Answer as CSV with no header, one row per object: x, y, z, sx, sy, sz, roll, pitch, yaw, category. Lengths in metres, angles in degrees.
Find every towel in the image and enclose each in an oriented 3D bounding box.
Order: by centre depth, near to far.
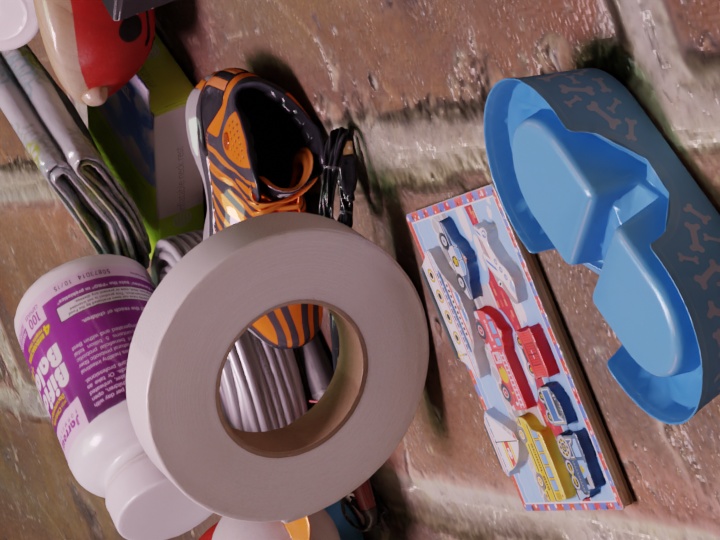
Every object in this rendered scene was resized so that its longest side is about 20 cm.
-0.230,-0.104,1.881,0.200,0.048,0.171,55,175,31,towel

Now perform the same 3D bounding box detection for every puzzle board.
0.088,0.051,1.490,0.200,0.017,0.151,68,160,-1,puzzle board

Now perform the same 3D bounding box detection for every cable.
-0.096,0.063,1.870,0.200,0.069,0.200,101,148,-63,cable

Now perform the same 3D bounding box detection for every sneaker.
-0.061,-0.037,1.686,0.112,0.078,0.200,12,123,67,sneaker

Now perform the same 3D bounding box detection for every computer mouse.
0.000,0.000,1.636,0.034,0.059,0.200,5,122,18,computer mouse

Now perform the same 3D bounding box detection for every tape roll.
-0.051,0.063,1.587,0.037,0.203,0.203,34,142,56,tape roll

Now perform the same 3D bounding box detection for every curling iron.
-0.025,0.099,1.812,0.050,0.026,0.200,-10,102,68,curling iron

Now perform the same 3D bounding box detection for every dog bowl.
0.133,-0.019,1.254,0.200,0.050,0.112,57,158,25,dog bowl

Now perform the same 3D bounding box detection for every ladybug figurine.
-0.190,-0.213,1.781,0.136,0.072,0.200,46,-145,-75,ladybug figurine

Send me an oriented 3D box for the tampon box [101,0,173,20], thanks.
-0.119,-0.278,1.471,0.200,0.150,0.126,59,159,21,tampon box

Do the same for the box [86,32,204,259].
-0.167,-0.111,1.918,0.122,0.048,0.200,53,156,33,box

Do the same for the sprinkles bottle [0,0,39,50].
-0.257,-0.242,1.852,0.200,0.068,0.068,-89,-6,-53,sprinkles bottle

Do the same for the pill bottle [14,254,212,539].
-0.173,0.095,1.830,0.112,0.112,0.200,95,153,-52,pill bottle

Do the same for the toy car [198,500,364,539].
-0.054,0.231,1.799,0.177,0.184,0.200,59,157,22,toy car
